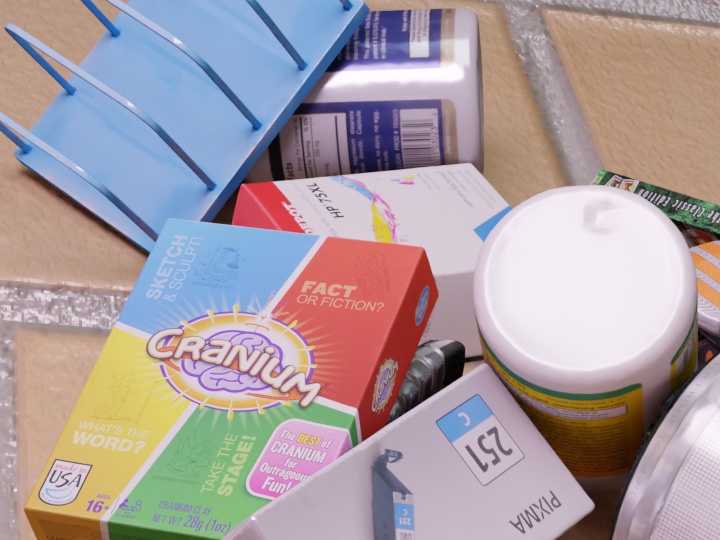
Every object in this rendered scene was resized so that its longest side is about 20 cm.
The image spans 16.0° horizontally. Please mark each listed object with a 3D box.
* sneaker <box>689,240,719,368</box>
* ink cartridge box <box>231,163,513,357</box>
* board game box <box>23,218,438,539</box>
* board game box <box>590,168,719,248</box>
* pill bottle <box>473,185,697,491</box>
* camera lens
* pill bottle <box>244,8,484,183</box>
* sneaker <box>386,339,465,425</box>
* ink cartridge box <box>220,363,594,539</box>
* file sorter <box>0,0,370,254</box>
[{"bbox_3d":[0.255,0.072,1.440,0.078,0.112,0.200,-35,56,-18],"label":"sneaker"},{"bbox_3d":[0.000,0.000,1.517,0.200,0.067,0.116,-7,36,-28],"label":"ink cartridge box"},{"bbox_3d":[-0.063,0.065,1.313,0.153,0.040,0.200,6,50,21],"label":"board game box"},{"bbox_3d":[0.227,-0.003,1.513,0.105,0.023,0.200,43,-12,-35],"label":"board game box"},{"bbox_3d":[0.121,0.045,1.351,0.113,0.200,0.113,-3,66,7],"label":"pill bottle"},{"bbox_3d":[0.238,0.138,1.285,0.200,0.160,0.160,30,35,27],"label":"camera lens"},{"bbox_3d":[-0.023,-0.108,1.627,0.200,0.111,0.111,-1,31,4],"label":"pill bottle"},{"bbox_3d":[-0.029,0.075,1.381,0.115,0.075,0.200,22,33,20],"label":"sneaker"},{"bbox_3d":[0.047,0.157,1.219,0.176,0.045,0.200,54,41,6],"label":"ink cartridge box"},{"bbox_3d":[-0.121,-0.134,1.532,0.139,0.200,0.123,34,-7,27],"label":"file sorter"}]
